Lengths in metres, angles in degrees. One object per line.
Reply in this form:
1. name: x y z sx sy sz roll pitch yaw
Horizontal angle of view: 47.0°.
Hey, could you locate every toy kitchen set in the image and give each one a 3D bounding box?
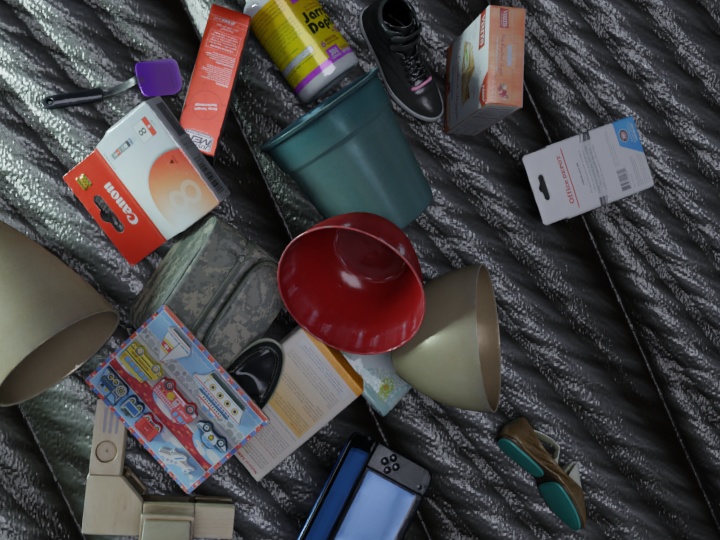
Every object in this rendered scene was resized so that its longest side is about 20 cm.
1. toy kitchen set: -0.261 0.271 1.105 0.197 0.163 0.184 6 87 -12

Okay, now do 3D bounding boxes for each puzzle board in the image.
1. puzzle board: -0.235 0.167 1.057 0.150 0.017 0.200 -41 94 10

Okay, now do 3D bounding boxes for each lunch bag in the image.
1. lunch bag: -0.195 0.038 1.147 0.167 0.139 0.201 37 82 -26

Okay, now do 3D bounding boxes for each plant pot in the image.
1. plant pot: -0.448 0.037 1.080 0.187 0.187 0.201 -39 82 -10
2. plant pot: 0.115 0.097 1.152 0.132 0.200 0.204 -5 89 18
3. plant pot: -0.006 -0.147 1.169 0.199 0.200 0.197 -37 103 -11

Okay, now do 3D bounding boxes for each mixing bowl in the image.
1. mixing bowl: 0.000 0.000 1.091 0.199 0.200 0.109 36 38 -8

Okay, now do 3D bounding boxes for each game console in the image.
1. game console: 0.005 0.350 1.182 0.169 0.118 0.202 29 83 -9

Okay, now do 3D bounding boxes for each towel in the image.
1. towel: 0.024 0.087 1.231 0.171 0.048 0.200 -44 97 -9

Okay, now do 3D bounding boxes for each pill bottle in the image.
1. pill bottle: -0.098 -0.351 1.191 0.104 0.104 0.201 -38 96 -11

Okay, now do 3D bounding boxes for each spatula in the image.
1. spatula: -0.352 -0.257 1.175 0.197 0.021 0.057 -17 79 -10

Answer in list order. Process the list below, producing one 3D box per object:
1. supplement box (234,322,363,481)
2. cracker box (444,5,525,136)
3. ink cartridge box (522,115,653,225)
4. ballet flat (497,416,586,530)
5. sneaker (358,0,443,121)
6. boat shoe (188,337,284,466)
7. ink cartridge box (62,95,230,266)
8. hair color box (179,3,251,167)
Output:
1. supplement box: -0.108 0.178 1.165 0.199 0.074 0.126 -39 96 4
2. cracker box: 0.175 -0.282 1.198 0.057 0.200 0.136 3 87 -11
3. ink cartridge box: 0.343 -0.151 1.296 0.197 0.068 0.118 -20 92 -12
4. ballet flat: 0.293 0.305 1.280 0.200 0.068 0.072 48 61 -3
5. sneaker: 0.069 -0.315 1.228 0.070 0.099 0.202 -33 96 -13
6. boat shoe: -0.170 0.179 1.094 0.074 0.066 0.200 42 96 -6
7. ink cartridge box: -0.298 -0.111 1.114 0.199 0.050 0.163 -33 101 19
8. hair color box: -0.209 -0.256 1.166 0.060 0.101 0.203 14 85 -10
